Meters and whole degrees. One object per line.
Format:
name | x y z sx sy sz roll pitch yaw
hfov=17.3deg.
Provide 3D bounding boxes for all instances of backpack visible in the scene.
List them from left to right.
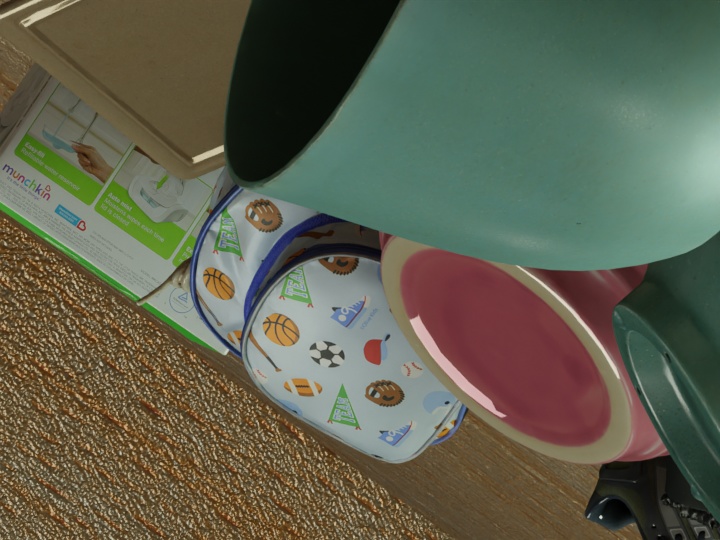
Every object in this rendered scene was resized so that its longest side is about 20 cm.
backpack | 0.000 0.000 1.329 0.190 0.201 0.154 29 -147 -4

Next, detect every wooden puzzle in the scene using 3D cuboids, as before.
wooden puzzle | -0.093 -0.134 1.392 0.199 0.038 0.185 -16 141 33

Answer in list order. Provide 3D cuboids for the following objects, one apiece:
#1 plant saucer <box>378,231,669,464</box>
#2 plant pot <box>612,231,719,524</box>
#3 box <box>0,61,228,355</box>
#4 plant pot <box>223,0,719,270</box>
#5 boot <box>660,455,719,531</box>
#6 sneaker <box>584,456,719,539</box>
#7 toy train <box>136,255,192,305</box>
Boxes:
plant saucer | 0.082 0.022 1.139 0.200 0.051 0.201 33 151 21
plant pot | 0.190 0.034 0.993 0.201 0.133 0.200 60 173 12
box | -0.129 -0.075 1.548 0.199 0.177 0.097 34 173 -18
plant pot | 0.066 -0.093 0.841 0.160 0.202 0.200 22 174 -18
boot | 0.167 0.045 1.201 0.197 0.164 0.073 4 -164 36
sneaker | 0.209 0.143 1.349 0.074 0.081 0.199 38 171 -37
toy train | -0.025 -0.003 1.447 0.116 0.200 0.085 50 178 -12
